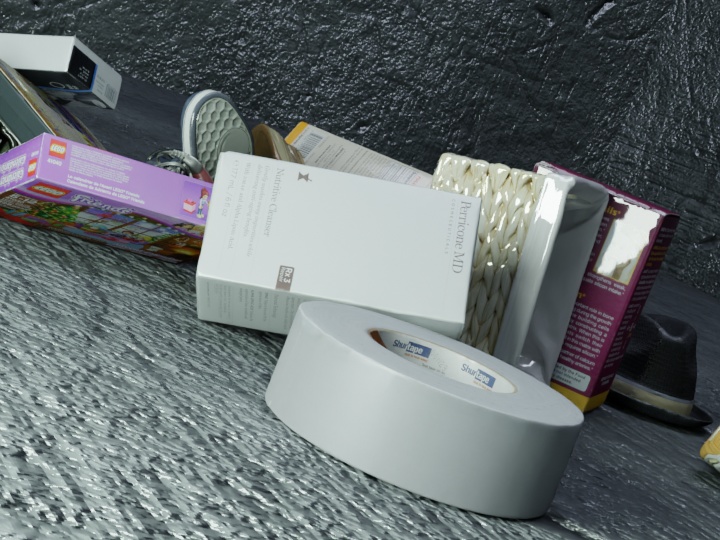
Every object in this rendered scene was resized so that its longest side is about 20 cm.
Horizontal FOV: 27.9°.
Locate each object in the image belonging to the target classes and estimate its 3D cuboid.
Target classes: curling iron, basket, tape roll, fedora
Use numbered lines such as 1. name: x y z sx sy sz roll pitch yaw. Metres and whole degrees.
1. curling iron: -0.126 -0.048 1.273 0.049 0.026 0.200 9 -24 28
2. basket: 0.118 0.002 1.261 0.123 0.201 0.135 19 6 22
3. tape roll: 0.042 0.087 0.947 0.200 0.066 0.200 22 7 -3
4. fedora: 0.292 0.087 1.509 0.200 0.092 0.201 20 8 -3

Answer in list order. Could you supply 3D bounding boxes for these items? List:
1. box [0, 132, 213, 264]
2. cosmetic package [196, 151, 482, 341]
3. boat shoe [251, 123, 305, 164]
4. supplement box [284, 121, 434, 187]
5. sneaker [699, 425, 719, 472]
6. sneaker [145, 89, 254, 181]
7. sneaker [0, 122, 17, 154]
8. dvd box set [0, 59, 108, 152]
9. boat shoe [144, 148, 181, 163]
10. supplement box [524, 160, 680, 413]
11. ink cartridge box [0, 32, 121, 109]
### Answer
1. box: -0.197 -0.053 1.167 0.200 0.039 0.137 16 -17 -34
2. cosmetic package: -0.016 -0.009 1.085 0.199 0.113 0.081 8 -27 0
3. boat shoe: -0.069 -0.064 1.441 0.064 0.071 0.200 24 38 -36
4. supplement box: -0.001 -0.075 1.678 0.200 0.074 0.126 25 -36 20
5. sneaker: 0.363 0.168 1.298 0.088 0.076 0.200 41 17 19
6. sneaker: -0.163 -0.096 1.344 0.146 0.077 0.203 27 -35 33
7. sneaker: -0.338 -0.115 1.309 0.087 0.074 0.200 31 9 15
8. dvd box set: -0.263 -0.113 1.281 0.146 0.029 0.200 47 2 21
9. boat shoe: -0.171 -0.082 1.523 0.200 0.075 0.062 39 6 38
10. supplement box: 0.197 0.015 1.356 0.131 0.200 0.103 25 9 19
11. ink cartridge box: -0.333 -0.188 1.347 0.199 0.039 0.099 7 -11 20
